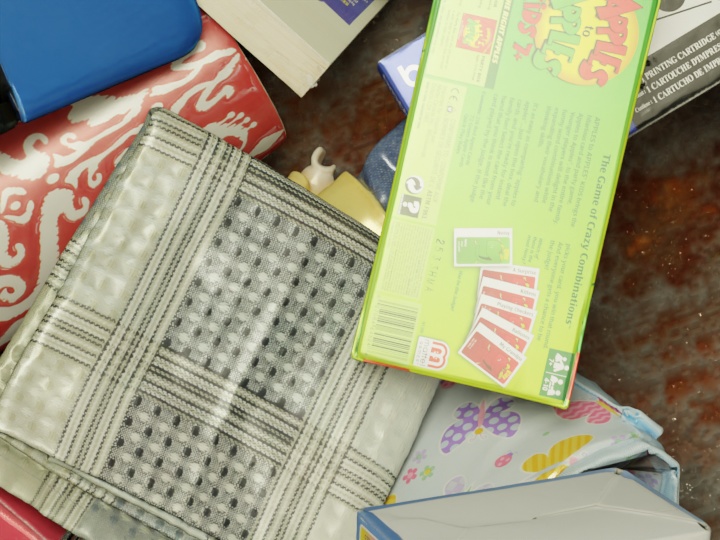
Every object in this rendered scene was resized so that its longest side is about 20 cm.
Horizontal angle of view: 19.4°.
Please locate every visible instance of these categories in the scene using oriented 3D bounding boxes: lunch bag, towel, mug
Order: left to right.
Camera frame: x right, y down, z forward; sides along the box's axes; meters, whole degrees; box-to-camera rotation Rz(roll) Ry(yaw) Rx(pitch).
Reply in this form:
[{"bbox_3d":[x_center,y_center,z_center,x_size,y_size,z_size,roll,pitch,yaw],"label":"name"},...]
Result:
[{"bbox_3d":[-0.159,-0.073,1.037,0.200,0.133,0.178,-33,96,-5],"label":"mug"},{"bbox_3d":[-0.063,0.052,0.979,0.192,0.035,0.201,32,77,-16],"label":"towel"},{"bbox_3d":[0.059,0.138,1.026,0.127,0.170,0.200,32,91,-34],"label":"lunch bag"}]

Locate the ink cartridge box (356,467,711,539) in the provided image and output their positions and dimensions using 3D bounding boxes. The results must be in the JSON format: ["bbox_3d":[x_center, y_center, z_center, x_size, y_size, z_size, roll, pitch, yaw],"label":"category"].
[{"bbox_3d":[0.068,0.198,0.910,0.136,0.076,0.201,-6,108,-23],"label":"ink cartridge box"}]

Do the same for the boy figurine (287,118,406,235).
[{"bbox_3d":[0.000,0.000,1.070,0.200,0.064,0.124,-46,72,5],"label":"boy figurine"}]

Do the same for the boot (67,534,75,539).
[{"bbox_3d":[-0.252,0.106,1.071,0.132,0.070,0.200,-41,89,5],"label":"boot"}]

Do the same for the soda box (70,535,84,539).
[{"bbox_3d":[-0.107,0.156,1.055,0.063,0.068,0.200,31,100,-39],"label":"soda box"}]

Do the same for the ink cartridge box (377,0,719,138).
[{"bbox_3d":[0.116,-0.110,1.010,0.200,0.044,0.094,-31,90,1],"label":"ink cartridge box"}]

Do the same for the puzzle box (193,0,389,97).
[{"bbox_3d":[-0.077,-0.179,1.037,0.200,0.133,0.025,42,117,-4],"label":"puzzle box"}]

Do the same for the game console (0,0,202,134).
[{"bbox_3d":[-0.198,-0.158,0.959,0.170,0.118,0.201,-16,100,30],"label":"game console"}]

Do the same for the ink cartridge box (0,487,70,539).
[{"bbox_3d":[-0.253,0.106,1.002,0.200,0.086,0.148,42,104,-1],"label":"ink cartridge box"}]

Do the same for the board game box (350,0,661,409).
[{"bbox_3d":[0.067,-0.047,0.965,0.101,0.048,0.201,13,91,1],"label":"board game box"}]
